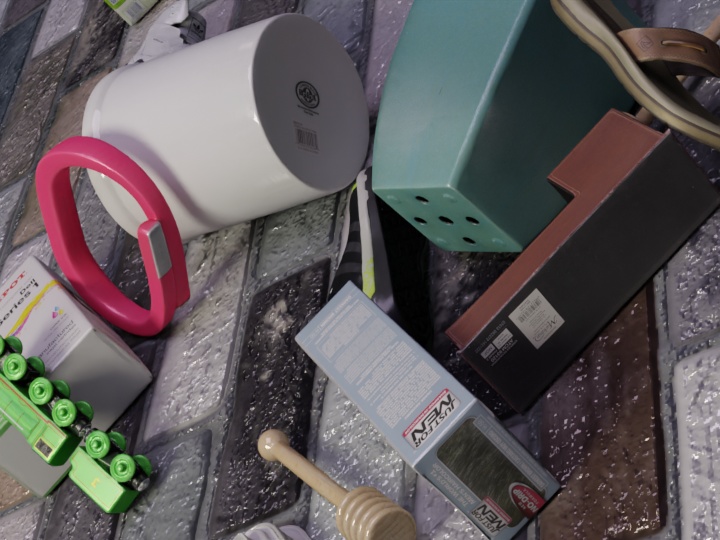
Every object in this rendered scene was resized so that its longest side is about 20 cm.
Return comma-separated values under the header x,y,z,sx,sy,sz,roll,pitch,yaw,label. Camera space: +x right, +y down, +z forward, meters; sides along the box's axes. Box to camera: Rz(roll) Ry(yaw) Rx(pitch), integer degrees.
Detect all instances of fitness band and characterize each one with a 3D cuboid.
x,y,z,sx,sy,sz,roll,pitch,yaw,label
-0.217,-0.029,1.445,0.143,0.201,0.037,26,51,28,fitness band

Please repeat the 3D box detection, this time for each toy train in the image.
x,y,z,sx,sy,sz,roll,pitch,yaw,label
-0.251,0.124,1.355,0.200,0.042,0.057,39,96,21,toy train

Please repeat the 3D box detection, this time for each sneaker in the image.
x,y,z,sx,sy,sz,roll,pitch,yaw,label
-0.180,-0.225,1.724,0.199,0.075,0.115,3,59,55,sneaker
0.000,0.000,1.269,0.083,0.072,0.201,-31,35,24,sneaker

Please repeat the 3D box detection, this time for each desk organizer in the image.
x,y,z,sx,sy,sz,roll,pitch,yaw,label
0.140,-0.010,1.119,0.200,0.072,0.077,-46,30,-1,desk organizer

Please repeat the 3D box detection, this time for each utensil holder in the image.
x,y,z,sx,sy,sz,roll,pitch,yaw,label
-0.116,-0.124,1.453,0.199,0.170,0.171,-15,43,37,utensil holder

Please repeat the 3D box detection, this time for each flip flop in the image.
x,y,z,sx,sy,sz,roll,pitch,yaw,label
0.207,-0.144,1.116,0.058,0.081,0.200,-50,60,21,flip flop

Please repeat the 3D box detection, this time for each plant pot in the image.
x,y,z,sx,sy,sz,roll,pitch,yaw,label
0.102,-0.120,1.232,0.141,0.141,0.201,2,61,50,plant pot

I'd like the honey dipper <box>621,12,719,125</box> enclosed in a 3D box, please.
x,y,z,sx,sy,sz,roll,pitch,yaw,label
0.231,-0.143,1.198,0.200,0.038,0.038,-51,32,-13,honey dipper

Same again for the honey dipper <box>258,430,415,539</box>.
x,y,z,sx,sy,sz,roll,pitch,yaw,label
-0.025,0.152,1.153,0.038,0.038,0.200,-51,29,-9,honey dipper

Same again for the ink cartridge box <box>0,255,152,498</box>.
x,y,z,sx,sy,sz,roll,pitch,yaw,label
-0.291,0.091,1.492,0.145,0.084,0.200,-48,32,-3,ink cartridge box

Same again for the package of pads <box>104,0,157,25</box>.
x,y,z,sx,sy,sz,roll,pitch,yaw,label
-0.264,-0.397,2.023,0.154,0.068,0.200,-44,33,5,package of pads

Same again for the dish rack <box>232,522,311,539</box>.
x,y,z,sx,sy,sz,roll,pitch,yaw,label
-0.097,0.267,1.111,0.200,0.044,0.172,-47,33,0,dish rack

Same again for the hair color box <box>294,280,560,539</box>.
x,y,z,sx,sy,sz,roll,pitch,yaw,label
0.040,0.091,1.094,0.061,0.099,0.200,-45,32,-1,hair color box
